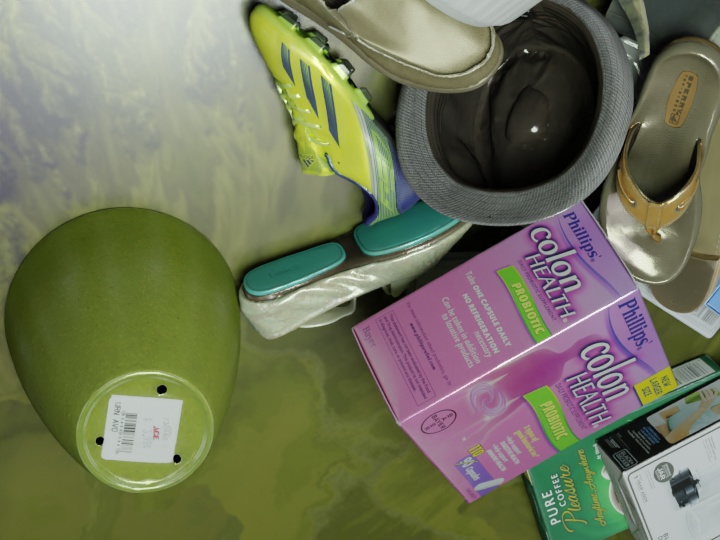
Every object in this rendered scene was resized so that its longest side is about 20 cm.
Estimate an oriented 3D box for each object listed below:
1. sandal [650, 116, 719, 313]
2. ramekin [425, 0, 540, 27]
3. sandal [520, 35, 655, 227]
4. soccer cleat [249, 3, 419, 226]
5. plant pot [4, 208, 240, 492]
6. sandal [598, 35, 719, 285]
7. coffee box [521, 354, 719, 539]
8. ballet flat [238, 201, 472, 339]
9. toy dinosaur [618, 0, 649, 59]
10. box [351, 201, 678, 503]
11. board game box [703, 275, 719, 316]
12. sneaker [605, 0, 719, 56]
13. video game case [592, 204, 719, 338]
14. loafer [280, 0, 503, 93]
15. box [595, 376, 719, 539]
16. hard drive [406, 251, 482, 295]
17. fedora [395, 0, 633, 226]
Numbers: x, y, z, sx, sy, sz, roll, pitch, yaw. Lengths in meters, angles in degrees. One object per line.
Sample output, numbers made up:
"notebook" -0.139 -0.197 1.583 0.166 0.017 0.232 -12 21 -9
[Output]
"sandal" 0.288 -0.068 1.073 0.070 0.078 0.212 -33 144 -48
"ramekin" 0.068 -0.257 0.930 0.202 0.203 0.094 34 122 -23
"sandal" 0.186 -0.119 1.091 0.203 0.050 0.082 -44 99 -2
"soccer cleat" -0.026 -0.114 1.030 0.084 0.065 0.200 -38 115 10
"plant pot" -0.167 0.075 0.993 0.187 0.200 0.187 -5 112 -12
"sandal" 0.228 -0.076 1.018 0.080 0.054 0.200 14 119 8
"coffee box" 0.243 0.167 1.219 0.200 0.044 0.123 -23 115 -5
"ballet flat" 0.000 0.000 1.085 0.200 0.067 0.062 -19 124 0
"toy dinosaur" 0.197 -0.264 1.018 0.088 0.047 0.200 -29 88 -6
"box" 0.124 0.068 1.047 0.200 0.097 0.176 -31 144 4
"board game box" 0.383 -0.030 1.155 0.151 0.037 0.200 30 100 -43
"sneaker" 0.284 -0.242 1.055 0.200 0.106 0.075 -47 157 -20
"video game case" 0.291 -0.051 1.129 0.200 0.024 0.182 28 102 -38
"loafer" 0.011 -0.192 0.969 0.200 0.067 0.076 25 85 0
"box" 0.320 0.161 1.178 0.200 0.060 0.117 -27 115 -3
"hard drive" 0.136 0.047 1.155 0.200 0.026 0.132 -2 111 -14
"fedora" 0.121 -0.112 1.022 0.177 0.090 0.200 -2 71 18
